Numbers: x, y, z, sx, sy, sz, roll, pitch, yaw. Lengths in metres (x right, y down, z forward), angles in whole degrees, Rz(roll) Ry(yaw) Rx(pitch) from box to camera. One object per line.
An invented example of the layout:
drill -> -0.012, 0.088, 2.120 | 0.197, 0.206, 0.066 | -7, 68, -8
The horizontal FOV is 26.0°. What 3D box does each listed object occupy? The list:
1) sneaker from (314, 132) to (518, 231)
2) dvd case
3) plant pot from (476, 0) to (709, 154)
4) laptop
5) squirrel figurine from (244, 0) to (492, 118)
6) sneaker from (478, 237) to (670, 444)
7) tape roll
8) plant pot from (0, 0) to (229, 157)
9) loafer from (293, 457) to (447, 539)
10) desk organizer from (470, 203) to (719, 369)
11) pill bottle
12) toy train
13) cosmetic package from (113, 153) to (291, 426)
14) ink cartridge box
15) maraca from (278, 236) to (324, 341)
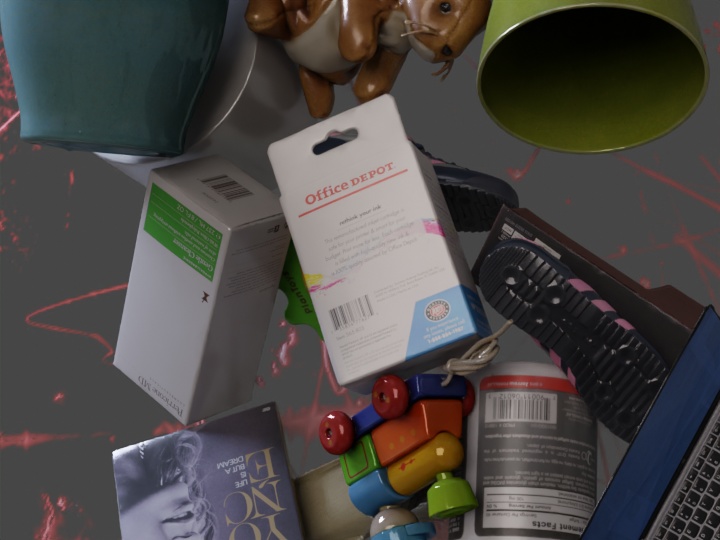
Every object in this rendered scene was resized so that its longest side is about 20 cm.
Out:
sneaker -> 0.046, -0.089, 1.354 | 0.199, 0.070, 0.082 | 10, 57, 16
dvd case -> -0.122, 0.208, 1.265 | 0.148, 0.016, 0.201 | -17, 49, 2
plant pot -> 0.191, -0.233, 1.307 | 0.186, 0.187, 0.201 | -9, 55, 18
laptop -> 0.270, 0.155, 1.121 | 0.199, 0.116, 0.188 | 31, 85, -4
squirrel figurine -> 0.028, -0.243, 1.356 | 0.186, 0.142, 0.201 | -7, 47, 26
sneaker -> 0.174, 0.049, 1.184 | 0.070, 0.082, 0.200 | -41, 93, 16
tape roll -> -0.153, -0.167, 1.419 | 0.202, 0.139, 0.204 | -7, 71, 22
plant pot -> -0.203, -0.190, 1.270 | 0.199, 0.200, 0.189 | 5, 90, 22
loafer -> -0.004, 0.186, 1.287 | 0.199, 0.068, 0.076 | -20, 66, 13
desk organizer -> 0.193, 0.026, 1.248 | 0.200, 0.077, 0.072 | 36, 114, 27
pill bottle -> 0.126, 0.180, 1.214 | 0.115, 0.116, 0.201 | -3, 72, 20
toy train -> 0.060, 0.131, 1.161 | 0.200, 0.084, 0.116 | -37, 60, 43
cosmetic package -> -0.134, 0.016, 1.329 | 0.107, 0.085, 0.201 | 34, 123, 31
ink cartridge box -> 0.014, -0.020, 1.201 | 0.115, 0.068, 0.201 | -22, 74, 13
maraca -> 0.000, 0.000, 1.312 | 0.199, 0.137, 0.107 | -18, 21, 37
